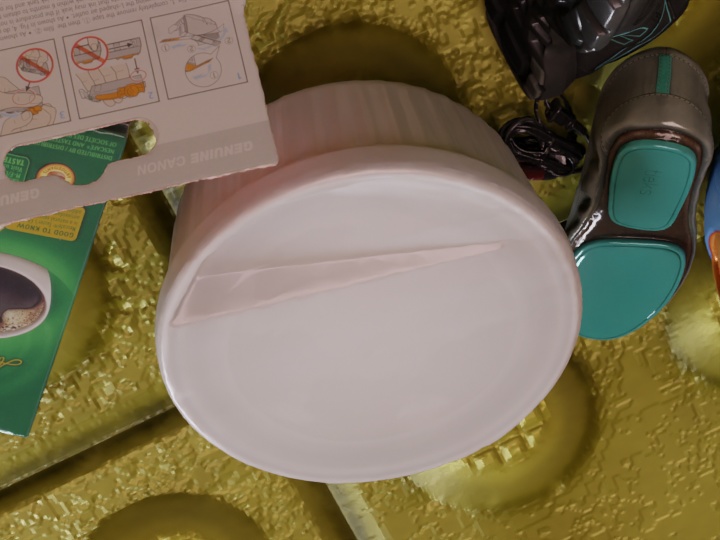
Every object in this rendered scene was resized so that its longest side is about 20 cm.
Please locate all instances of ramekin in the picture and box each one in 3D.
[{"bbox_3d":[0.000,0.000,0.887,0.201,0.094,0.203,-5,134,-5],"label":"ramekin"}]

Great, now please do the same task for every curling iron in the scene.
[{"bbox_3d":[0.019,-0.065,0.915,0.199,0.026,0.050,0,124,-12],"label":"curling iron"}]

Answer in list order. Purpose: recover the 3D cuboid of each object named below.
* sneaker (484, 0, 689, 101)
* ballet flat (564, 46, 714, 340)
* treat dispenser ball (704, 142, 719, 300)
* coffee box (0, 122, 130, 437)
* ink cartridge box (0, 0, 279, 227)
[{"bbox_3d":[0.107,-0.133,0.820,0.079,0.200,0.076,-25,87,-7],"label":"sneaker"},{"bbox_3d":[0.136,-0.036,0.920,0.067,0.064,0.200,7,150,1],"label":"ballet flat"},{"bbox_3d":[0.263,-0.023,0.882,0.200,0.201,0.202,-4,118,-8],"label":"treat dispenser ball"},{"bbox_3d":[-0.189,-0.012,0.870,0.122,0.044,0.201,10,130,-16],"label":"coffee box"},{"bbox_3d":[-0.130,-0.115,0.784,0.160,0.050,0.201,-13,77,-4],"label":"ink cartridge box"}]
